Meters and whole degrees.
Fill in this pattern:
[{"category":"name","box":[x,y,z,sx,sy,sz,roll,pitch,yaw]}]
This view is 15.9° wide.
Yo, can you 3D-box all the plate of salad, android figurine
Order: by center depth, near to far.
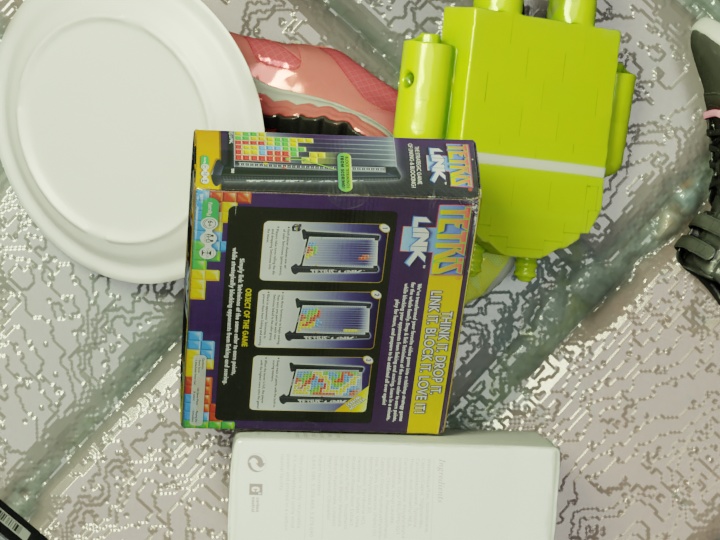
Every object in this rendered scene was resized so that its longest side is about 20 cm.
[{"category":"plate of salad","box":[-0.140,-0.091,1.584,0.200,0.048,0.201,9,109,26]},{"category":"android figurine","box":[0.098,-0.093,1.586,0.182,0.041,0.200,2,96,-38]}]

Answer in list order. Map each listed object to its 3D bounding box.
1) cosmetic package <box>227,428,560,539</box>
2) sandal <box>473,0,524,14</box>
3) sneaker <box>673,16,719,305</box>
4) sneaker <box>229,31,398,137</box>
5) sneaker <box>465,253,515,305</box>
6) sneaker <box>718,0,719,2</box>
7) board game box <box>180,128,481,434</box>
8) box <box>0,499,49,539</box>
[{"category":"cosmetic package","box":[0.018,0.136,1.601,0.200,0.102,0.074,3,92,-2]},{"category":"sandal","box":[0.032,-0.232,1.609,0.048,0.075,0.201,-29,93,18]},{"category":"sneaker","box":[0.233,-0.054,1.622,0.099,0.071,0.200,-28,97,-6]},{"category":"sneaker","box":[-0.054,-0.112,1.614,0.200,0.087,0.074,27,133,11]},{"category":"sneaker","box":[0.000,0.000,1.608,0.200,0.076,0.076,-7,90,-4]},{"category":"sneaker","box":[0.286,-0.127,1.576,0.200,0.080,0.076,46,110,31]},{"category":"board game box","box":[-0.022,0.009,1.532,0.165,0.057,0.200,1,134,-7]},{"category":"box","box":[-0.279,0.218,1.583,0.200,0.104,0.182,39,90,-3]}]
